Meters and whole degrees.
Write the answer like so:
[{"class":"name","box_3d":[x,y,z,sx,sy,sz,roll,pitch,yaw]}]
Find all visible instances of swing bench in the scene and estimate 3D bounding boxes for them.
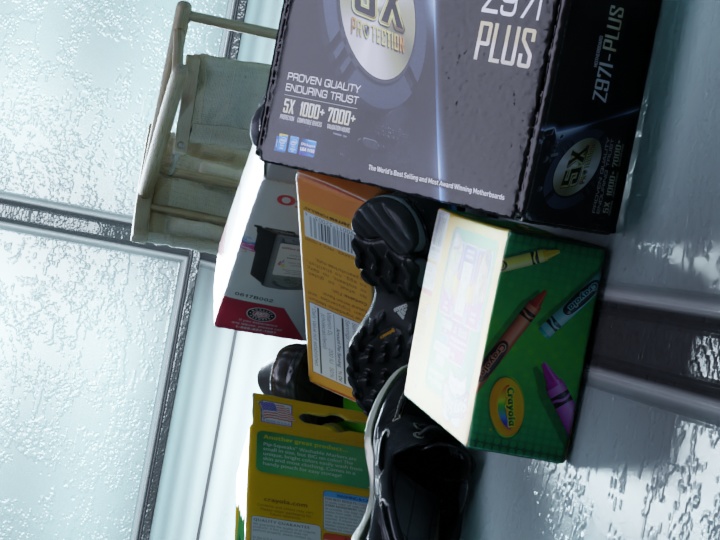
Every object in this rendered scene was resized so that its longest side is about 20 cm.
[{"class":"swing bench","box_3d":[-0.095,-0.116,1.979,0.130,0.197,0.201,-92,17,-53]}]

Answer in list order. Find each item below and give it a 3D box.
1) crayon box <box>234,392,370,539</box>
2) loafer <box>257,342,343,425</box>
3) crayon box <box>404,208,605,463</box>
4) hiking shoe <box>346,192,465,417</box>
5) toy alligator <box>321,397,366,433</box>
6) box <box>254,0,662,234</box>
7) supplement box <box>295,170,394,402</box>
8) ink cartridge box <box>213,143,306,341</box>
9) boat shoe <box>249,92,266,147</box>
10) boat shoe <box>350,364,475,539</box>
[{"class":"crayon box","box_3d":[-0.021,0.176,1.454,0.201,0.125,0.052,-91,15,-52]},{"class":"loafer","box_3d":[-0.048,0.093,1.655,0.200,0.072,0.073,57,-131,-72]},{"class":"crayon box","box_3d":[0.078,0.033,1.230,0.200,0.058,0.120,-149,70,-80]},{"class":"hiking shoe","box_3d":[0.043,0.026,1.448,0.086,0.074,0.201,-32,-40,-37]},{"class":"toy alligator","box_3d":[-0.009,0.170,1.623,0.054,0.059,0.201,37,125,33]},{"class":"box","box_3d":[0.053,-0.119,1.158,0.199,0.086,0.165,16,96,41]},{"class":"supplement box","box_3d":[0.000,0.000,1.507,0.067,0.068,0.201,-48,-29,-38]},{"class":"ink cartridge box","box_3d":[-0.023,-0.031,1.620,0.200,0.146,0.086,113,164,-55]},{"class":"boat shoe","box_3d":[-0.006,-0.141,1.472,0.068,0.072,0.200,-23,20,46]},{"class":"boat shoe","box_3d":[0.039,0.132,1.334,0.066,0.074,0.200,-32,27,42]}]
